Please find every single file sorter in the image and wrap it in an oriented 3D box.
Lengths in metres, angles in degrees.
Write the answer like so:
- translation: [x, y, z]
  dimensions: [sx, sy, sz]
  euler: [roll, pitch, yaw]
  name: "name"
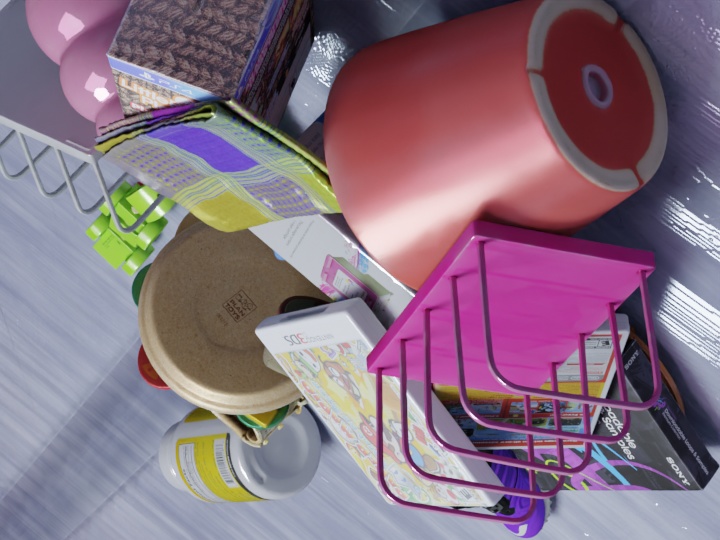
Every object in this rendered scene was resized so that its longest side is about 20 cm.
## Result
- translation: [-0.264, -0.143, 1.620]
  dimensions: [0.199, 0.139, 0.125]
  euler: [24, 148, 26]
  name: "file sorter"
- translation: [0.105, 0.079, 1.235]
  dimensions: [0.138, 0.127, 0.200]
  euler: [10, 147, -19]
  name: "file sorter"

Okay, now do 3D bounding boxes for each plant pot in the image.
- translation: [0.104, -0.098, 1.233]
  dimensions: [0.177, 0.201, 0.201]
  euler: [-23, 113, 45]
  name: "plant pot"

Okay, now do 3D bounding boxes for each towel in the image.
- translation: [-0.099, -0.073, 1.297]
  dimensions: [0.143, 0.023, 0.199]
  euler: [35, 158, -29]
  name: "towel"

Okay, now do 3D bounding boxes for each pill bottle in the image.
- translation: [-0.139, 0.197, 1.927]
  dimensions: [0.112, 0.111, 0.199]
  euler: [52, 148, -18]
  name: "pill bottle"

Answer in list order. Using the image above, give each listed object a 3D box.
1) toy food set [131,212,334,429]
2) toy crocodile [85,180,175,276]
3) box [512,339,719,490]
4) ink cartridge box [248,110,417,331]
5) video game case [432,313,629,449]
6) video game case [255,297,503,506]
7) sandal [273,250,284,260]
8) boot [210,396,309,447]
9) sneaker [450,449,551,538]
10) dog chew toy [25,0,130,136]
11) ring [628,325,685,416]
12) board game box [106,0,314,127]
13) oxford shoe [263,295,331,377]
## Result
- translation: [-0.113, 0.040, 1.624]
  dimensions: [0.199, 0.199, 0.049]
  euler: [33, 162, 8]
  name: "toy food set"
- translation: [-0.229, -0.050, 1.780]
  dimensions: [0.067, 0.062, 0.200]
  euler: [42, 154, -1]
  name: "toy crocodile"
- translation: [0.193, 0.127, 1.508]
  dimensions: [0.199, 0.036, 0.143]
  euler: [-11, 121, 52]
  name: "box"
- translation: [0.028, -0.037, 1.414]
  dimensions: [0.200, 0.145, 0.085]
  euler: [40, 144, 2]
  name: "ink cartridge box"
- translation: [0.125, 0.091, 1.395]
  dimensions: [0.141, 0.018, 0.201]
  euler: [-1, 148, -4]
  name: "video game case"
- translation: [0.012, 0.113, 1.452]
  dimensions: [0.201, 0.023, 0.182]
  euler: [52, 155, -12]
  name: "video game case"
- translation: [-0.107, -0.093, 1.539]
  dimensions: [0.080, 0.086, 0.201]
  euler: [-103, -11, -66]
  name: "sandal"
- translation: [-0.043, 0.112, 1.668]
  dimensions: [0.199, 0.156, 0.073]
  euler: [30, 148, 19]
  name: "boot"
- translation: [0.112, 0.193, 1.650]
  dimensions: [0.069, 0.100, 0.201]
  euler: [14, 139, 40]
  name: "sneaker"
- translation: [-0.201, -0.178, 1.469]
  dimensions: [0.202, 0.123, 0.125]
  euler: [68, 153, 15]
  name: "dog chew toy"
- translation: [0.191, 0.089, 1.513]
  dimensions: [0.199, 0.019, 0.201]
  euler: [30, 148, 21]
  name: "ring"
- translation: [-0.106, -0.169, 1.328]
  dimensions: [0.096, 0.161, 0.200]
  euler: [19, 161, 6]
  name: "board game box"
- translation: [0.008, 0.090, 1.569]
  dimensions: [0.198, 0.071, 0.075]
  euler: [26, 131, -6]
  name: "oxford shoe"
